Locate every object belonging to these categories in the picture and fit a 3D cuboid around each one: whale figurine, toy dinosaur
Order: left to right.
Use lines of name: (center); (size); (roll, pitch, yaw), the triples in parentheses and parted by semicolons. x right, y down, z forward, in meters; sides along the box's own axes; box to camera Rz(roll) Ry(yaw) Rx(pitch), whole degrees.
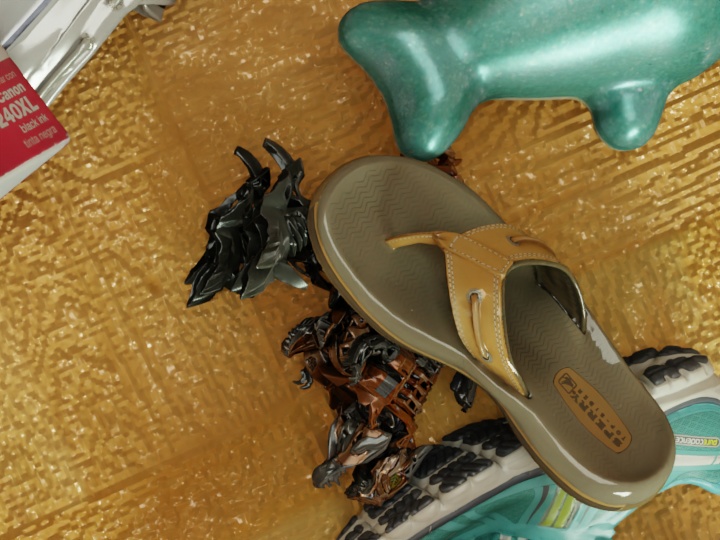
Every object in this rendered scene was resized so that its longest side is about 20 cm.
toy dinosaur: (0.000, 0.000, 1.131); (0.135, 0.102, 0.201); (16, 59, -18)
whale figurine: (0.091, -0.127, 1.108); (0.199, 0.104, 0.160); (-28, 91, -19)

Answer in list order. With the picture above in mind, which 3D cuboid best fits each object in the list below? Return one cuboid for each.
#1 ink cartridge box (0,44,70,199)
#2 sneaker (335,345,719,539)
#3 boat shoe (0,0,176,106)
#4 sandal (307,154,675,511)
ink cartridge box: (-0.246, -0.090, 1.070); (0.145, 0.083, 0.200); (-35, 92, 33)
sneaker: (0.083, 0.105, 1.133); (0.199, 0.078, 0.080); (-22, 100, -5)
boat shoe: (-0.108, -0.141, 1.123); (0.200, 0.072, 0.066); (-47, 110, -11)
sandal: (0.066, 0.020, 1.069); (0.200, 0.054, 0.080); (45, 61, -1)
